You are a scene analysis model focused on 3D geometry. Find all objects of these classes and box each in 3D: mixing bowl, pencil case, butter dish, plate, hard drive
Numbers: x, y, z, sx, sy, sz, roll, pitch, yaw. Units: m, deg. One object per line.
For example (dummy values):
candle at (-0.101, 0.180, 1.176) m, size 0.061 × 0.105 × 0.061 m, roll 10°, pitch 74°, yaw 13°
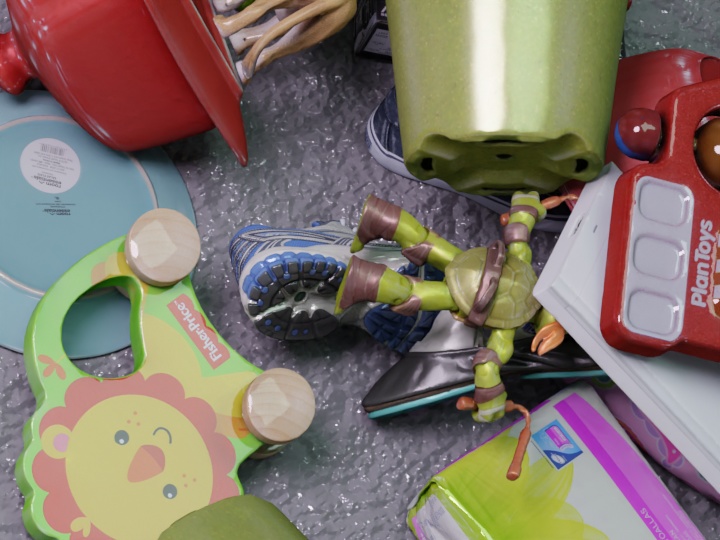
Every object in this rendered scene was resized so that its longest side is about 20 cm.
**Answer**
mixing bowl at (0.226, -0.079, 1.632) m, size 0.200 × 0.108 × 0.201 m, roll 35°, pitch 32°, yaw -26°
pencil case at (0.208, 0.078, 1.605) m, size 0.200 × 0.087 × 0.087 m, roll 41°, pitch 57°, yaw 3°
butter dish at (-0.177, -0.163, 1.547) m, size 0.147 × 0.200 × 0.201 m, roll -24°, pitch 47°, yaw 4°
plate at (-0.200, -0.037, 1.547) m, size 0.199 × 0.026 × 0.201 m, roll 9°, pitch 61°, yaw -16°
hard drive at (0.202, 0.041, 1.518) m, size 0.200 × 0.026 × 0.132 m, roll 45°, pitch 43°, yaw -14°

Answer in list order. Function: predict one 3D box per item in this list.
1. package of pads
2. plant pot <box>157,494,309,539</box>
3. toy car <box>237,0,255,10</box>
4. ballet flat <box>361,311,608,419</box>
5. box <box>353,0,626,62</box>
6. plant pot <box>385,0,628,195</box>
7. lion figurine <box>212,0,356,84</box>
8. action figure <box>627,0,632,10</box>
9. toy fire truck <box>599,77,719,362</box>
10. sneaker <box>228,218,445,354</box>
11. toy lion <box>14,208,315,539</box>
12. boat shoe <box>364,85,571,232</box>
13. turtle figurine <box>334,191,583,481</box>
package of pads at (0.141, 0.191, 1.528) m, size 0.154 × 0.068 × 0.200 m, roll -30°, pitch 75°, yaw -32°
plant pot at (-0.053, 0.239, 1.374) m, size 0.199 × 0.201 × 0.190 m, roll -24°, pitch 62°, yaw -29°
toy car at (-0.092, -0.317, 1.685) m, size 0.164 × 0.158 × 0.200 m, roll -40°, pitch 54°, yaw -10°
ballet flat at (0.095, 0.049, 1.556) m, size 0.199 × 0.068 × 0.069 m, roll -10°, pitch 86°, yaw 3°
box at (0.093, -0.220, 1.743) m, size 0.199 × 0.050 × 0.159 m, roll 8°, pitch 60°, yaw -17°
plant pot at (0.094, -0.153, 1.531) m, size 0.199 × 0.200 × 0.186 m, roll 7°, pitch 73°, yaw -17°
lion figurine at (-0.035, -0.180, 1.563) m, size 0.122 × 0.073 × 0.200 m, roll -23°, pitch 25°, yaw 2°
action figure at (0.096, -0.214, 1.683) m, size 0.199 × 0.052 × 0.066 m, roll -1°, pitch 67°, yaw -18°
toy fire truck at (0.235, -0.034, 1.486) m, size 0.167 × 0.112 × 0.201 m, roll 13°, pitch 72°, yaw -19°
sneaker at (0.000, 0.000, 1.572) m, size 0.199 × 0.077 × 0.085 m, roll 10°, pitch 26°, yaw -35°
toy lion at (-0.140, 0.091, 1.473) m, size 0.191 × 0.069 × 0.201 m, roll -36°, pitch 89°, yaw -25°
boat shoe at (0.108, -0.088, 1.653) m, size 0.199 × 0.091 × 0.071 m, roll 15°, pitch 59°, yaw -13°
turtle figurine at (0.068, 0.020, 1.481) m, size 0.160 × 0.064 × 0.201 m, roll 17°, pitch 69°, yaw -4°
